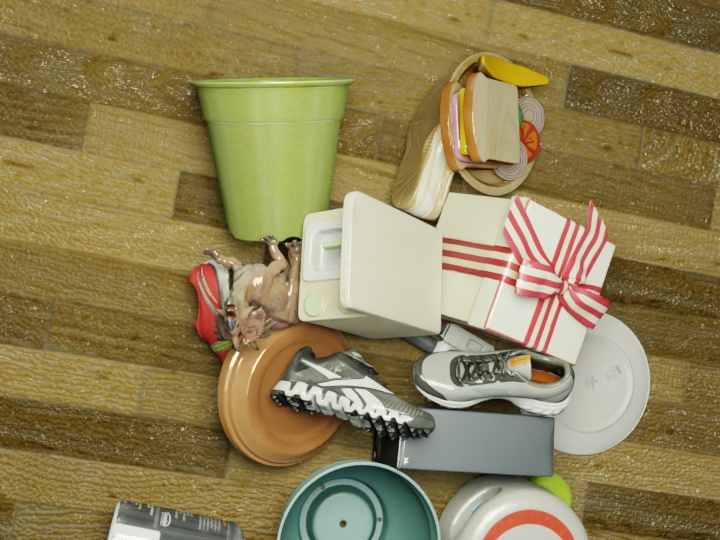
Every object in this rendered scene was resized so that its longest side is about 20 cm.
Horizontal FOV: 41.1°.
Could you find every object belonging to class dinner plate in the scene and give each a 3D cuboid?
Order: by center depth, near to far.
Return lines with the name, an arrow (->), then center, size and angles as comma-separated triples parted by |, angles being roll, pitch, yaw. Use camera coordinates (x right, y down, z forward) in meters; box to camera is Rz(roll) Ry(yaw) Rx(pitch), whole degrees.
dinner plate -> 0.311, 0.155, 1.321 | 0.199, 0.024, 0.202 | 0, 90, -12

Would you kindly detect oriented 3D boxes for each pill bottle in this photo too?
pill bottle -> -0.212, 0.352, 1.175 | 0.199, 0.106, 0.107 | 14, 87, -11

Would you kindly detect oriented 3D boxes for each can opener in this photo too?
can opener -> 0.094, 0.082, 1.255 | 0.199, 0.067, 0.054 | 30, 84, -10

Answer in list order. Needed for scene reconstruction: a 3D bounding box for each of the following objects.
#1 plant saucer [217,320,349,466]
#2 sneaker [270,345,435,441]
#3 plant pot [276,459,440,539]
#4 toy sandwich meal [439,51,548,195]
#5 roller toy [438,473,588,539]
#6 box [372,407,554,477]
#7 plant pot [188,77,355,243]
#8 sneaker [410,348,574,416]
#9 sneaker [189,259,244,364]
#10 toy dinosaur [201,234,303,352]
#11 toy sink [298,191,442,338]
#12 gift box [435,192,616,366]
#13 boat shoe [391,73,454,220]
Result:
plant saucer -> -0.083, 0.147, 1.193 | 0.199, 0.037, 0.202 | -5, 99, -37
sneaker -> -0.002, 0.137, 1.130 | 0.199, 0.067, 0.091 | 13, 66, 16
plant pot -> -0.014, 0.328, 1.199 | 0.199, 0.134, 0.202 | 0, 89, -12
toy sandwich meal -> 0.180, -0.192, 1.233 | 0.204, 0.070, 0.207 | 1, 89, -40
roller toy -> 0.197, 0.366, 1.238 | 0.181, 0.140, 0.202 | 2, 90, -11
box -> 0.127, 0.217, 1.222 | 0.198, 0.141, 0.080 | 6, 83, -12
plant pot -> -0.103, -0.137, 1.172 | 0.198, 0.200, 0.191 | -4, 103, -11
sneaker -> 0.160, 0.122, 1.151 | 0.198, 0.080, 0.074 | 4, 55, -1
sneaker -> -0.166, 0.081, 1.209 | 0.084, 0.077, 0.201 | -3, 105, 25
toy dinosaur -> -0.107, 0.037, 1.123 | 0.199, 0.086, 0.137 | 10, 66, -47
toy sink -> 0.000, 0.000, 1.120 | 0.200, 0.111, 0.131 | 18, 70, -54
gift box -> 0.193, -0.007, 1.190 | 0.184, 0.186, 0.201 | 16, 90, -34
boat shoe -> 0.102, -0.159, 1.262 | 0.069, 0.074, 0.201 | 29, 76, -33
